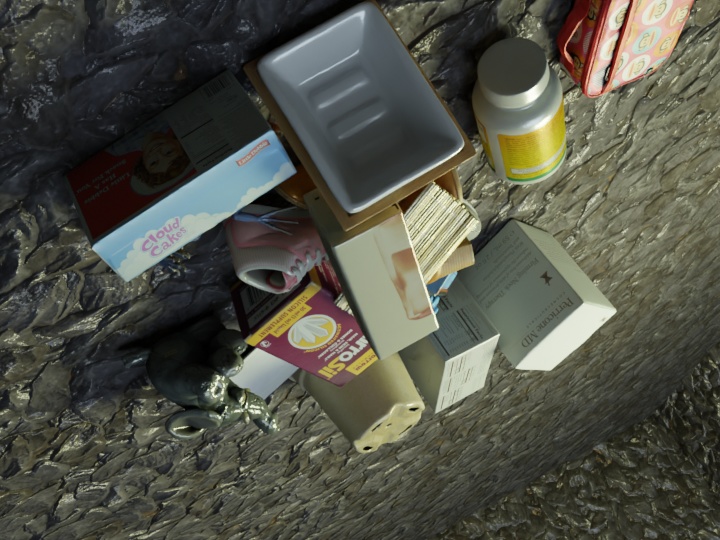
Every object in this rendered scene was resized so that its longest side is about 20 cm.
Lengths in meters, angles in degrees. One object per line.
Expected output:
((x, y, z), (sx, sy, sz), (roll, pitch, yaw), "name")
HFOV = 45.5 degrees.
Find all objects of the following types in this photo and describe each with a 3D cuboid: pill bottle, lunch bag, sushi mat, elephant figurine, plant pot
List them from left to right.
((-0.214, 0.173, 1.193), (0.141, 0.155, 0.201), (-44, 152, -34), "elephant figurine")
((0.004, 0.188, 1.413), (0.200, 0.184, 0.201), (-26, 151, -16), "plant pot")
((0.059, -0.013, 1.087), (0.096, 0.012, 0.200), (34, 100, -29), "sushi mat")
((0.204, -0.203, 1.102), (0.113, 0.113, 0.200), (-35, 152, 0), "pill bottle")
((0.332, -0.323, 1.100), (0.176, 0.082, 0.200), (-23, 149, -14), "lunch bag")

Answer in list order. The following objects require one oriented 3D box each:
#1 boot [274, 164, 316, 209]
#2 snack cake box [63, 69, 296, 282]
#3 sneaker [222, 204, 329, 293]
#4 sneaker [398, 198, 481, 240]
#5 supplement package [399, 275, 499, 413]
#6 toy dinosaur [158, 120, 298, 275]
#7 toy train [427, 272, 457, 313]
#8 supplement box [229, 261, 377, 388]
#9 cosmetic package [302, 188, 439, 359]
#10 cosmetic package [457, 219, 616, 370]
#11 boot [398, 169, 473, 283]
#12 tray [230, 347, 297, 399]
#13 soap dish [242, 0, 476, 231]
((-0.005, -0.145, 1.013), (0.201, 0.071, 0.144), (-11, 144, -51), "boot")
((-0.177, -0.094, 0.839), (0.200, 0.115, 0.067), (-33, 143, -3), "snack cake box")
((-0.065, -0.020, 1.039), (0.199, 0.105, 0.075), (2, 148, -22), "sneaker")
((0.125, -0.064, 1.264), (0.075, 0.082, 0.200), (-46, 150, 20), "sneaker")
((0.142, 0.122, 1.493), (0.111, 0.156, 0.200), (-25, 151, -17), "supplement package")
((-0.164, -0.093, 0.914), (0.105, 0.199, 0.182), (100, 12, -66), "toy dinosaur")
((0.099, 0.013, 1.309), (0.114, 0.087, 0.200), (-55, 170, 4), "toy train")
((-0.058, 0.059, 1.169), (0.131, 0.103, 0.200), (-41, 135, 18), "supplement box")
((0.016, -0.007, 0.981), (0.087, 0.104, 0.200), (-27, 137, -6), "cosmetic package")
((0.302, 0.046, 1.505), (0.167, 0.200, 0.166), (-47, 150, 20), "cosmetic package")
((0.061, -0.074, 1.123), (0.143, 0.071, 0.202), (-15, 107, -2), "boot")
((-0.141, 0.139, 1.337), (0.200, 0.022, 0.107), (-43, 139, 14), "tray")
((-0.002, -0.156, 0.874), (0.157, 0.200, 0.081), (-31, 171, -9), "soap dish")
